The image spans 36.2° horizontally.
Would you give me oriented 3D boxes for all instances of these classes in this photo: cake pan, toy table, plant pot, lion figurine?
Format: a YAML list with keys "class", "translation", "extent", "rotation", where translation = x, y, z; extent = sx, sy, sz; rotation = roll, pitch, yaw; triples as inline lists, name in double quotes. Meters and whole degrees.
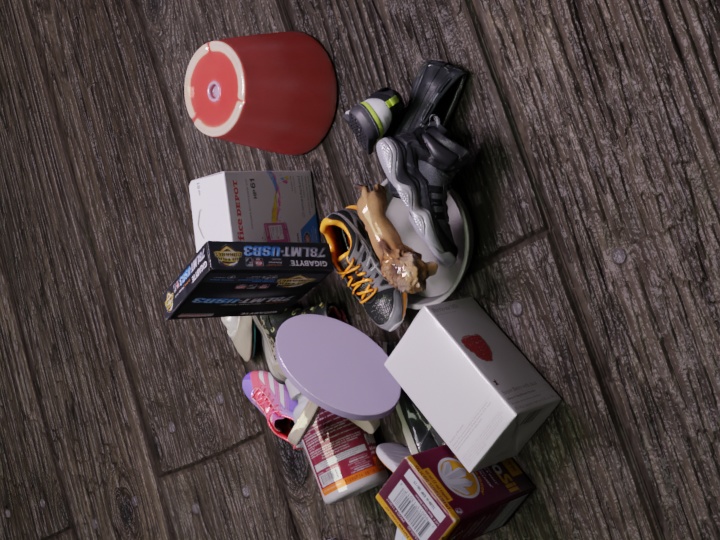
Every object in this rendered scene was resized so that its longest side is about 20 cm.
- class: "cake pan"
  translation: [0.087, -0.046, 1.606]
  extent: [0.198, 0.036, 0.204]
  rotation: [5, 98, 42]
- class: "toy table"
  translation: [-0.042, 0.163, 1.608]
  extent: [0.200, 0.183, 0.118]
  rotation: [42, 150, 15]
- class: "plant pot"
  translation: [-0.165, -0.278, 1.716]
  extent: [0.198, 0.176, 0.204]
  rotation: [6, 99, 41]
- class: "lion figurine"
  translation: [0.035, -0.051, 1.536]
  extent: [0.072, 0.122, 0.201]
  rotation: [-37, 77, 7]

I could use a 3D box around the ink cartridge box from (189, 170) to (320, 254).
- class: "ink cartridge box"
  translation: [-0.161, -0.077, 1.717]
  extent: [0.084, 0.198, 0.147]
  rotation: [-9, 89, 41]

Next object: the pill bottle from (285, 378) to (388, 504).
- class: "pill bottle"
  translation: [-0.040, 0.248, 1.702]
  extent: [0.109, 0.109, 0.203]
  rotation: [-33, 73, 38]

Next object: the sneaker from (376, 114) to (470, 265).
- class: "sneaker"
  translation: [0.110, -0.111, 1.501]
  extent: [0.113, 0.076, 0.202]
  rotation: [-30, 107, -1]

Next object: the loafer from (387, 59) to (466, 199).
- class: "loafer"
  translation: [0.092, -0.196, 1.545]
  extent: [0.070, 0.068, 0.204]
  rotation: [18, 87, 30]

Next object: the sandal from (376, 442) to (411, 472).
- class: "sandal"
  translation: [0.094, 0.329, 1.619]
  extent: [0.206, 0.078, 0.060]
  rotation: [37, 119, 43]

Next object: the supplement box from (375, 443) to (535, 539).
- class: "supplement box"
  translation: [0.132, 0.301, 1.493]
  extent: [0.111, 0.198, 0.086]
  rotation: [50, 122, 26]

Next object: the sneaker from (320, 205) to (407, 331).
- class: "sneaker"
  translation: [0.000, 0.000, 1.614]
  extent: [0.078, 0.077, 0.202]
  rotation: [-39, 70, 35]

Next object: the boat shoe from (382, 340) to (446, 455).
- class: "boat shoe"
  translation: [0.082, 0.195, 1.631]
  extent: [0.067, 0.072, 0.203]
  rotation: [-21, 70, 2]

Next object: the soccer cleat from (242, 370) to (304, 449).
- class: "soccer cleat"
  translation: [-0.137, 0.227, 1.808]
  extent: [0.199, 0.076, 0.068]
  rotation: [35, 116, 34]

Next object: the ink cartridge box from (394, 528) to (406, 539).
- class: "ink cartridge box"
  translation: [0.109, 0.494, 1.634]
  extent: [0.159, 0.047, 0.204]
  rotation: [20, 105, 38]

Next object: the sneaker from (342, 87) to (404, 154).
- class: "sneaker"
  translation: [0.029, -0.220, 1.587]
  extent: [0.082, 0.200, 0.072]
  rotation: [-35, 97, -2]

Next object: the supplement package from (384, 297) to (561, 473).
- class: "supplement package"
  translation: [0.152, 0.152, 1.513]
  extent: [0.200, 0.120, 0.121]
  rotation: [49, 124, 26]

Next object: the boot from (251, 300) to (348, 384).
- class: "boot"
  translation: [-0.099, 0.064, 1.767]
  extent: [0.152, 0.073, 0.207]
  rotation: [-24, 78, 36]

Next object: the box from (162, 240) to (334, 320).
- class: "box"
  translation: [-0.168, 0.016, 1.618]
  extent: [0.198, 0.197, 0.050]
  rotation: [-40, 56, 52]

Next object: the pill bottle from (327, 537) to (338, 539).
- class: "pill bottle"
  translation: [-0.044, 0.534, 1.731]
  extent: [0.114, 0.113, 0.203]
  rotation: [-33, 73, 38]

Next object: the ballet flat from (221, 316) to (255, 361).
- class: "ballet flat"
  translation: [-0.207, 0.052, 1.856]
  extent: [0.069, 0.069, 0.204]
  rotation: [10, 98, 40]
